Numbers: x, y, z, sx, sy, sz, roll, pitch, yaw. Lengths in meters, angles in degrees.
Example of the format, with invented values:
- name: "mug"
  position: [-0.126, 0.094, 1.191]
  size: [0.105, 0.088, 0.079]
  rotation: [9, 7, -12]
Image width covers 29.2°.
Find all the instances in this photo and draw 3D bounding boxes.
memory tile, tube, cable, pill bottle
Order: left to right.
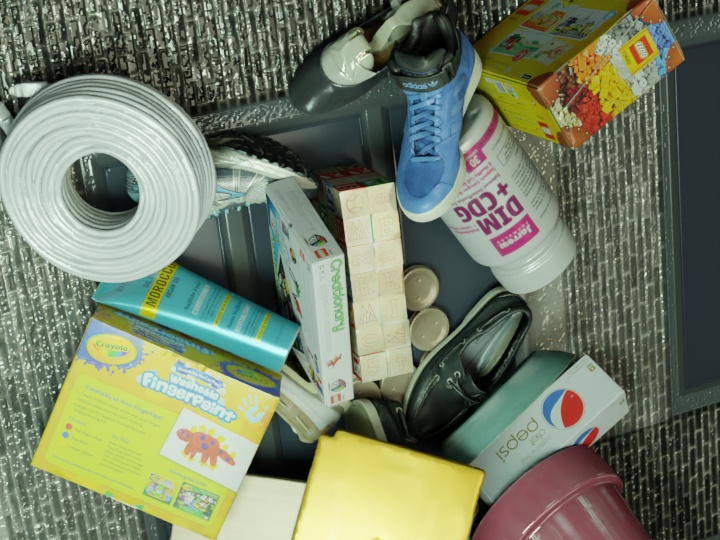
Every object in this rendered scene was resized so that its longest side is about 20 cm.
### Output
- name: "cable"
  position: [-0.237, -0.085, 1.290]
  size: [0.198, 0.069, 0.201]
  rotation: [-9, 117, 11]
- name: "tube"
  position: [-0.159, 0.037, 1.367]
  size: [0.199, 0.051, 0.078]
  rotation: [24, 54, -1]
- name: "memory tile"
  position: [0.036, 0.102, 1.530]
  size: [0.152, 0.017, 0.201]
  rotation: [-21, 112, -16]
- name: "pill bottle"
  position: [0.139, -0.077, 1.465]
  size: [0.113, 0.113, 0.200]
  rotation: [-43, 117, -6]

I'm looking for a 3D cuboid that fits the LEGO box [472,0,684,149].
- name: "LEGO box"
  position: [0.205, -0.213, 1.405]
  size: [0.149, 0.200, 0.077]
  rotation: [-38, 115, -7]

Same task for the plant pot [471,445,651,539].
- name: "plant pot"
  position: [0.250, 0.328, 1.555]
  size: [0.199, 0.179, 0.201]
  rotation: [-29, 144, -23]

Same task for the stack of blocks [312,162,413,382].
- name: "stack of blocks"
  position: [0.000, 0.000, 1.423]
  size: [0.058, 0.115, 0.202]
  rotation: [-11, 106, -15]

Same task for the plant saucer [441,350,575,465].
- name: "plant saucer"
  position: [0.152, 0.150, 1.515]
  size: [0.200, 0.200, 0.036]
  rotation: [-44, 84, -6]

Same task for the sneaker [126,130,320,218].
- name: "sneaker"
  position: [-0.139, -0.091, 1.377]
  size: [0.198, 0.078, 0.087]
  rotation: [11, 113, -18]

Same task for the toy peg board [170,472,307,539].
- name: "toy peg board"
  position: [-0.101, 0.316, 1.476]
  size: [0.198, 0.098, 0.201]
  rotation: [7, 89, 3]

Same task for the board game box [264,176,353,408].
- name: "board game box"
  position: [-0.050, 0.024, 1.370]
  size: [0.034, 0.127, 0.201]
  rotation: [-18, 135, -15]

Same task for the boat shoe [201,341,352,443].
- name: "boat shoe"
  position: [-0.103, 0.114, 1.442]
  size: [0.199, 0.075, 0.069]
  rotation: [35, 95, -21]

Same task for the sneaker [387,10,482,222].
- name: "sneaker"
  position: [0.062, -0.156, 1.338]
  size: [0.111, 0.076, 0.201]
  rotation: [45, 56, -54]

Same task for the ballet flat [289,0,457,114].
- name: "ballet flat"
  position: [0.014, -0.228, 1.390]
  size: [0.199, 0.073, 0.073]
  rotation: [-32, 115, -13]

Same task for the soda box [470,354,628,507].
- name: "soda box"
  position: [0.213, 0.193, 1.591]
  size: [0.200, 0.068, 0.064]
  rotation: [-41, 149, -7]

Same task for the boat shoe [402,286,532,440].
- name: "boat shoe"
  position: [0.122, 0.111, 1.522]
  size: [0.200, 0.066, 0.074]
  rotation: [-48, 118, -4]

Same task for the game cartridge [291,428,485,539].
- name: "game cartridge"
  position: [0.019, 0.277, 1.409]
  size: [0.175, 0.032, 0.202]
  rotation: [16, 87, 4]

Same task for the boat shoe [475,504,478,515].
- name: "boat shoe"
  position: [0.034, 0.280, 1.555]
  size: [0.198, 0.074, 0.070]
  rotation: [0, 122, -15]

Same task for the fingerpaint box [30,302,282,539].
- name: "fingerpaint box"
  position: [-0.200, 0.147, 1.372]
  size: [0.199, 0.073, 0.168]
  rotation: [23, 103, -7]

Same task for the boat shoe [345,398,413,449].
- name: "boat shoe"
  position: [0.046, 0.230, 1.484]
  size: [0.066, 0.075, 0.201]
  rotation: [-8, 67, -36]
